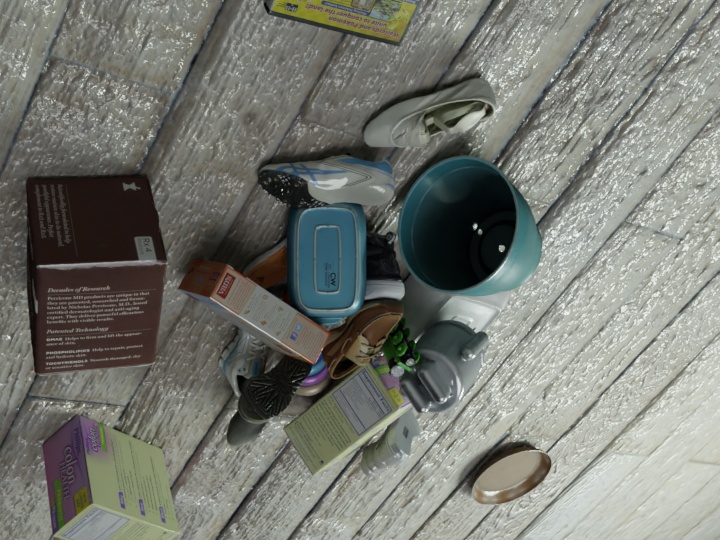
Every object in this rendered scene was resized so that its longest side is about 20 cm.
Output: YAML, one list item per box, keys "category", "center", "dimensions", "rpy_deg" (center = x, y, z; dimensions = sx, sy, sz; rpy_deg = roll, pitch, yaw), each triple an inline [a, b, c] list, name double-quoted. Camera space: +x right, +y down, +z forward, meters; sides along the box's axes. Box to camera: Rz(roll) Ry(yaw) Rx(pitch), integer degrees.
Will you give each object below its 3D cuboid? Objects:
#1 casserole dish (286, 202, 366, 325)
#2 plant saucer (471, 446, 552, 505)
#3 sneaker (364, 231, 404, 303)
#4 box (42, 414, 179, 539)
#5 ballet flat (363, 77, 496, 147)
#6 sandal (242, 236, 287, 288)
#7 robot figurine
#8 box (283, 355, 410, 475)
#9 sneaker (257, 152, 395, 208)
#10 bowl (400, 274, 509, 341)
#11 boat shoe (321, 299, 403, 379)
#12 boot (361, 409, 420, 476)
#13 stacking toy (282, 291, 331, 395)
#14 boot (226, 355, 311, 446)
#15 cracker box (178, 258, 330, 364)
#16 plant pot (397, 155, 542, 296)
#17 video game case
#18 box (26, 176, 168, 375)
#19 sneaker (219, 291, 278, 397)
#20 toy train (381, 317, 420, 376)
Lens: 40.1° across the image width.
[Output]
- category: "casserole dish"
  center: [-0.049, -0.018, 1.443]
  dimensions: [0.118, 0.039, 0.205]
  rpy_deg: [0, 97, -4]
- category: "plant saucer"
  center: [0.335, 0.456, 2.215]
  dimensions: [0.196, 0.032, 0.203]
  rpy_deg: [-14, 138, -13]
- category: "sneaker"
  center: [0.000, 0.000, 1.548]
  dimensions: [0.074, 0.117, 0.198]
  rpy_deg: [10, 165, -34]
- category: "box"
  center: [-0.417, 0.367, 1.647]
  dimensions: [0.096, 0.178, 0.199]
  rpy_deg: [-37, 138, 15]
- category: "ballet flat"
  center: [0.101, -0.211, 1.383]
  dimensions: [0.196, 0.070, 0.070]
  rpy_deg: [-21, 139, -3]
- category: "sandal"
  center: [-0.089, -0.016, 1.498]
  dimensions: [0.205, 0.060, 0.079]
  rpy_deg: [-36, 138, 13]
- category: "robot figurine"
  center: [0.133, 0.152, 1.592]
  dimensions: [0.168, 0.114, 0.200]
  rpy_deg: [-30, -175, 32]
- category: "box"
  center: [-0.006, 0.243, 1.712]
  dimensions: [0.199, 0.098, 0.175]
  rpy_deg: [-39, 169, 17]
- category: "sneaker"
  center: [-0.048, -0.132, 1.402]
  dimensions: [0.195, 0.074, 0.072]
  rpy_deg: [2, 146, -8]
- category: "bowl"
  center: [0.154, 0.071, 1.697]
  dimensions: [0.197, 0.075, 0.200]
  rpy_deg: [16, 125, -39]
- category: "boat shoe"
  center: [0.005, 0.111, 1.535]
  dimensions: [0.074, 0.075, 0.200]
  rpy_deg: [6, 151, -31]
- category: "boot"
  center: [0.050, 0.317, 1.843]
  dimensions: [0.095, 0.074, 0.200]
  rpy_deg: [-33, -179, 16]
- category: "stacking toy"
  center: [-0.096, 0.109, 1.619]
  dimensions: [0.084, 0.086, 0.203]
  rpy_deg: [-15, 131, -10]
- category: "boot"
  center: [-0.172, 0.226, 1.591]
  dimensions: [0.200, 0.073, 0.181]
  rpy_deg: [-41, 175, 40]
- category: "cracker box"
  center: [-0.157, 0.059, 1.449]
  dimensions: [0.199, 0.133, 0.058]
  rpy_deg: [35, 78, -29]
- category: "plant pot"
  center: [0.185, -0.052, 1.508]
  dimensions: [0.199, 0.202, 0.187]
  rpy_deg: [-41, 152, 19]
- category: "video game case"
  center: [0.002, -0.374, 1.197]
  dimensions: [0.196, 0.026, 0.182]
  rpy_deg: [5, 130, -31]
- category: "box"
  center: [-0.356, 0.006, 1.311]
  dimensions: [0.161, 0.168, 0.202]
  rpy_deg: [-3, 135, -21]
- category: "sneaker"
  center: [-0.168, 0.124, 1.586]
  dimensions: [0.073, 0.087, 0.202]
  rpy_deg: [3, 131, -25]
- category: "toy train"
  center: [0.047, 0.097, 1.575]
  dimensions: [0.041, 0.201, 0.057]
  rpy_deg: [32, 110, -28]
